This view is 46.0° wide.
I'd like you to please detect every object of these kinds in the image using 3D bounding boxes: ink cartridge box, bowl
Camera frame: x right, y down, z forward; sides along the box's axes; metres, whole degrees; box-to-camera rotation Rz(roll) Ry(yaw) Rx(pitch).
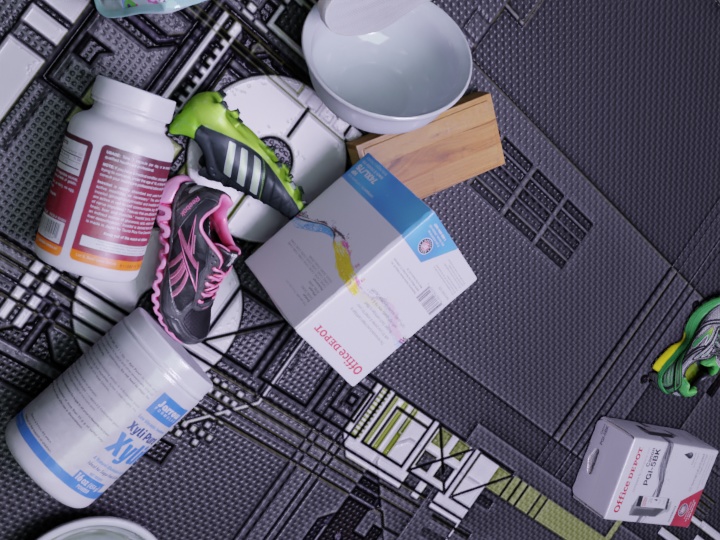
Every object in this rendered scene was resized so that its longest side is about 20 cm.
[{"bbox_3d":[0.000,0.000,1.004,0.200,0.146,0.147,-41,137,-2],"label":"ink cartridge box"},{"bbox_3d":[0.023,-0.230,0.991,0.200,0.090,0.202,6,60,-10],"label":"bowl"},{"bbox_3d":[0.465,0.331,1.385,0.200,0.083,0.147,13,100,-28],"label":"ink cartridge box"}]

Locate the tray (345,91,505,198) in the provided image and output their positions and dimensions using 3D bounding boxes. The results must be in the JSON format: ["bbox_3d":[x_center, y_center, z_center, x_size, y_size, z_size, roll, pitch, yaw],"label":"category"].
[{"bbox_3d":[0.088,-0.151,1.098,0.200,0.037,0.099,-24,113,-17],"label":"tray"}]

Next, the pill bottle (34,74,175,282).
[{"bbox_3d":[-0.265,-0.097,0.903,0.113,0.113,0.201,15,98,-28],"label":"pill bottle"}]

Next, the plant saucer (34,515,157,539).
[{"bbox_3d":[-0.338,0.385,1.043,0.200,0.050,0.201,-7,107,-24],"label":"plant saucer"}]

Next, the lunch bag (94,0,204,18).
[{"bbox_3d":[-0.210,-0.331,0.808,0.122,0.200,0.171,-14,111,-12],"label":"lunch bag"}]

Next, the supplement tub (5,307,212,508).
[{"bbox_3d":[-0.282,0.154,0.957,0.200,0.132,0.132,-43,118,-7],"label":"supplement tub"}]

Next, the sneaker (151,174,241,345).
[{"bbox_3d":[-0.181,-0.005,0.970,0.079,0.095,0.201,-29,124,-60],"label":"sneaker"}]

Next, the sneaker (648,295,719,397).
[{"bbox_3d":[0.563,0.127,1.373,0.078,0.085,0.200,41,85,-28],"label":"sneaker"}]

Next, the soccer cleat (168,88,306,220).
[{"bbox_3d":[-0.138,-0.121,0.991,0.081,0.068,0.200,-35,121,12],"label":"soccer cleat"}]

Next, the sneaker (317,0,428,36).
[{"bbox_3d":[0.012,-0.342,0.966,0.200,0.116,0.074,-30,151,-26],"label":"sneaker"}]
